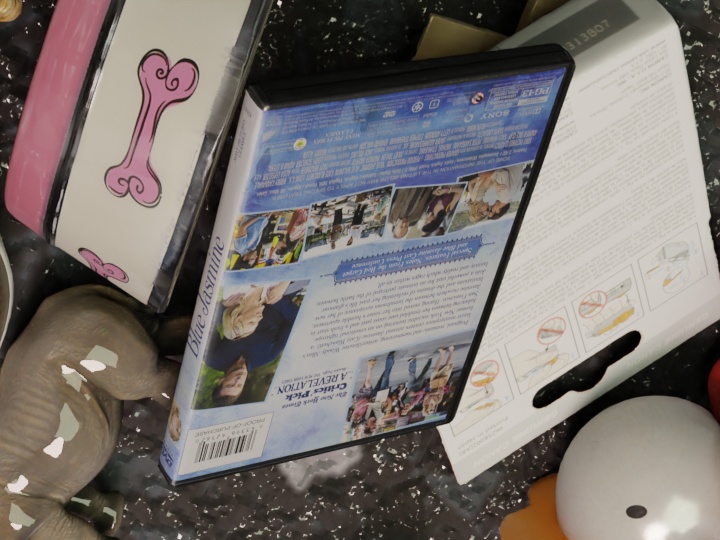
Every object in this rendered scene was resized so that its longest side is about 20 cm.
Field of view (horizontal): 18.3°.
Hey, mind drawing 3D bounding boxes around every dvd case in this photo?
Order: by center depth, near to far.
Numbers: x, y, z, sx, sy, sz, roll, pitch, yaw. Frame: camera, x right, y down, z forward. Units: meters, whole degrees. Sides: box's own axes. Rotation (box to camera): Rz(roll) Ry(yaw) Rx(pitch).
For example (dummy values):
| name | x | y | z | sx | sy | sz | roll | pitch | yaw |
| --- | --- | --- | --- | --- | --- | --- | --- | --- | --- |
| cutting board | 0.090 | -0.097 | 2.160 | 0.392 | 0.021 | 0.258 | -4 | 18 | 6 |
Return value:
| name | x | y | z | sx | sy | sz | roll | pitch | yaw |
| --- | --- | --- | --- | --- | --- | --- | --- | --- | --- |
| dvd case | 0.000 | 0.000 | 0.900 | 0.142 | 0.018 | 0.201 | -11 | 136 | -30 |

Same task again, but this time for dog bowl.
| name | x | y | z | sx | sy | sz | roll | pitch | yaw |
| --- | --- | --- | --- | --- | --- | --- | --- | --- | --- |
| dog bowl | -0.077 | -0.089 | 0.868 | 0.073 | 0.200 | 0.201 | 19 | 98 | -5 |

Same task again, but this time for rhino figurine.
| name | x | y | z | sx | sy | sz | roll | pitch | yaw |
| --- | --- | --- | --- | --- | --- | --- | --- | --- | --- |
| rhino figurine | -0.140 | 0.094 | 0.960 | 0.087 | 0.060 | 0.200 | 33 | 94 | -18 |

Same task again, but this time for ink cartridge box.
| name | x | y | z | sx | sy | sz | roll | pitch | yaw |
| --- | --- | --- | --- | --- | --- | --- | --- | --- | --- |
| ink cartridge box | 0.077 | -0.015 | 1.002 | 0.162 | 0.057 | 0.200 | -31 | 143 | -10 |

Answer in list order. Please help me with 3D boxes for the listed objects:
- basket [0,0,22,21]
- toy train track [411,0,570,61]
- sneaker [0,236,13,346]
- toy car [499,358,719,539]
| name | x | y | z | sx | sy | sz | roll | pitch | yaw |
| --- | --- | --- | --- | --- | --- | --- | --- | --- | --- |
| basket | -0.204 | -0.188 | 0.778 | 0.148 | 0.143 | 0.201 | -11 | 72 | -16 |
| toy train track | 0.053 | -0.054 | 1.007 | 0.114 | 0.033 | 0.201 | 15 | 105 | -30 |
| sneaker | -0.189 | -0.029 | 0.913 | 0.073 | 0.085 | 0.201 | -14 | 130 | -24 |
| toy car | 0.165 | 0.108 | 1.024 | 0.199 | 0.177 | 0.185 | -20 | 122 | 0 |
